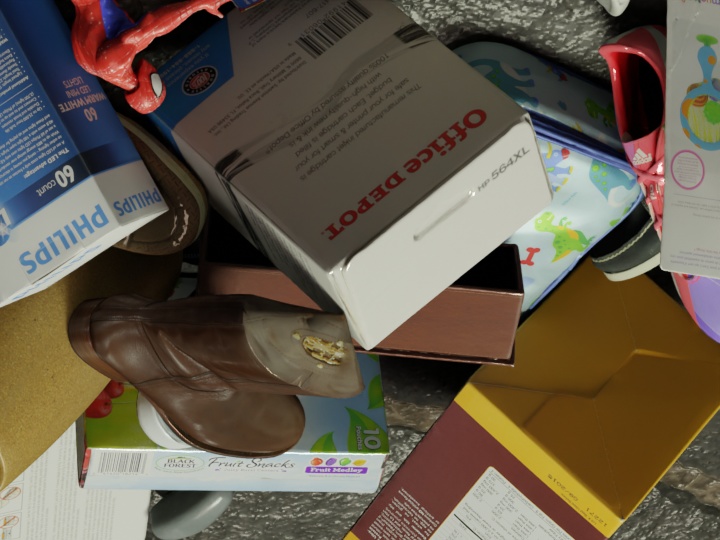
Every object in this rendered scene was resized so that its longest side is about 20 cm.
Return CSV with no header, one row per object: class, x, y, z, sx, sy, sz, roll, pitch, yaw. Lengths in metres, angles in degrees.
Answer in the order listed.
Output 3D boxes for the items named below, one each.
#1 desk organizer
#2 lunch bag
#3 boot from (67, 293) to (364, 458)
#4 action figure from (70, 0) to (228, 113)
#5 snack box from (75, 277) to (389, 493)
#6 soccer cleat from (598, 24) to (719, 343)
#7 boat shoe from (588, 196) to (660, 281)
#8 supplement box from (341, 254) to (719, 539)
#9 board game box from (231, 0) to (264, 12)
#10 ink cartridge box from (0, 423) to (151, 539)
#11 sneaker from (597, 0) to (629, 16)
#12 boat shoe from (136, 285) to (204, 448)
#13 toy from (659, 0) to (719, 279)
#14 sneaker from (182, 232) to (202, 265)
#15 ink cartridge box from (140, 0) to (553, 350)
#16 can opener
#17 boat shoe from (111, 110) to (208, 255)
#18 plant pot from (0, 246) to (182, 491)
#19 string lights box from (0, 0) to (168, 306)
desk organizer,0.000,0.000,1.651,0.198,0.072,0.077,5,146,-2
lunch bag,0.069,-0.047,1.726,0.160,0.083,0.200,23,132,-29
boot,-0.048,0.062,1.568,0.186,0.065,0.199,26,160,-36
action figure,-0.141,-0.184,1.489,0.099,0.065,0.201,-33,113,-15
snack box,-0.088,0.074,1.802,0.199,0.143,0.053,2,143,-12
soccer cleat,0.191,-0.050,1.650,0.076,0.201,0.066,-6,172,-45
boat shoe,0.204,-0.068,1.737,0.067,0.072,0.200,30,132,-17
supplement box,0.122,0.125,1.829,0.133,0.197,0.200,42,134,6
board game box,-0.021,-0.238,1.492,0.199,0.047,0.152,-22,139,19
ink cartridge box,-0.232,0.141,1.920,0.172,0.044,0.201,-9,144,-16
sneaker,0.152,-0.213,1.531,0.099,0.071,0.200,-44,163,-5
boat shoe,-0.101,0.049,1.728,0.068,0.200,0.074,-17,117,33
toy,0.217,-0.091,1.611,0.114,0.202,0.047,8,172,-27
sneaker,-0.062,-0.060,1.703,0.199,0.074,0.082,-25,144,37
ink cartridge box,-0.010,-0.072,1.547,0.146,0.200,0.084,-38,143,-12
can opener,-0.072,0.126,1.942,0.052,0.067,0.200,26,127,-35
boat shoe,-0.164,-0.077,1.596,0.199,0.076,0.072,32,114,16
plant pot,-0.223,0.037,1.646,0.185,0.201,0.187,10,135,10
string lights box,-0.205,-0.093,1.534,0.102,0.201,0.059,-30,178,28
